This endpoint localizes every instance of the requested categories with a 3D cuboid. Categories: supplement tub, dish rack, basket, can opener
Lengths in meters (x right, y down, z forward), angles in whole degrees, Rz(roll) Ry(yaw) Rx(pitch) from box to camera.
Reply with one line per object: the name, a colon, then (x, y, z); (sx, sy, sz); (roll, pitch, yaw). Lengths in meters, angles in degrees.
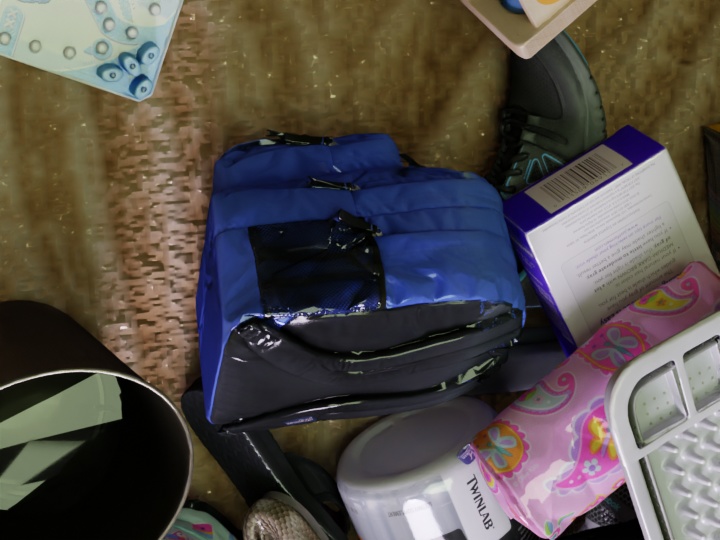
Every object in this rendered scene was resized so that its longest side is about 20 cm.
supplement tub: (0.071, 0.199, 1.146); (0.122, 0.123, 0.201); (-26, 109, -7)
dish rack: (0.227, 0.112, 0.983); (0.171, 0.043, 0.202); (-26, 107, -19)
basket: (-0.200, 0.098, 1.003); (0.179, 0.200, 0.137); (-26, 110, -6)
can opener: (0.156, 0.047, 1.167); (0.198, 0.053, 0.067); (-10, 111, -12)

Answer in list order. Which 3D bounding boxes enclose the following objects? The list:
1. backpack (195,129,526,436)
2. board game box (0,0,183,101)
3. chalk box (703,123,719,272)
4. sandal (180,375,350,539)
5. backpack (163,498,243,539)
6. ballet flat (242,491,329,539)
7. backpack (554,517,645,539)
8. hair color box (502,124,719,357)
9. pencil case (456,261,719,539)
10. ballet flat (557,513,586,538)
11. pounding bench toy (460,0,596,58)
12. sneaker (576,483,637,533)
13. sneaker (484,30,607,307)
backpack: (0.000, 0.000, 1.046); (0.198, 0.163, 0.169); (-3, 68, -11)
board game box: (-0.190, -0.227, 1.015); (0.198, 0.026, 0.202); (17, 99, -18)
chalk box: (0.327, -0.004, 1.164); (0.123, 0.124, 0.202); (-12, 108, -12)
sandal: (-0.046, 0.148, 1.132); (0.048, 0.075, 0.201); (-44, 111, -35)
backpack: (-0.107, 0.256, 1.106); (0.166, 0.127, 0.201); (-29, 106, 4)
ballet flat: (-0.011, 0.232, 1.105); (0.200, 0.067, 0.046); (51, 51, -13)
backpack: (0.223, 0.248, 1.094); (0.198, 0.134, 0.185); (-11, 97, -30)
hair color box: (0.181, 0.019, 1.098); (0.109, 0.065, 0.201); (-30, 114, -4)
pencil case: (0.161, 0.084, 1.039); (0.200, 0.087, 0.088); (-40, 111, 1)
ballet flat: (0.187, 0.250, 1.222); (0.070, 0.065, 0.200); (-42, 111, -4)
pounding bench toy: (0.075, -0.258, 1.036); (0.124, 0.200, 0.156); (-40, 142, 0)
sneaker: (0.241, 0.134, 1.188); (0.199, 0.077, 0.092); (-21, 114, -24)
sneaker: (0.119, -0.069, 1.113); (0.081, 0.073, 0.202); (-15, 108, -16)
